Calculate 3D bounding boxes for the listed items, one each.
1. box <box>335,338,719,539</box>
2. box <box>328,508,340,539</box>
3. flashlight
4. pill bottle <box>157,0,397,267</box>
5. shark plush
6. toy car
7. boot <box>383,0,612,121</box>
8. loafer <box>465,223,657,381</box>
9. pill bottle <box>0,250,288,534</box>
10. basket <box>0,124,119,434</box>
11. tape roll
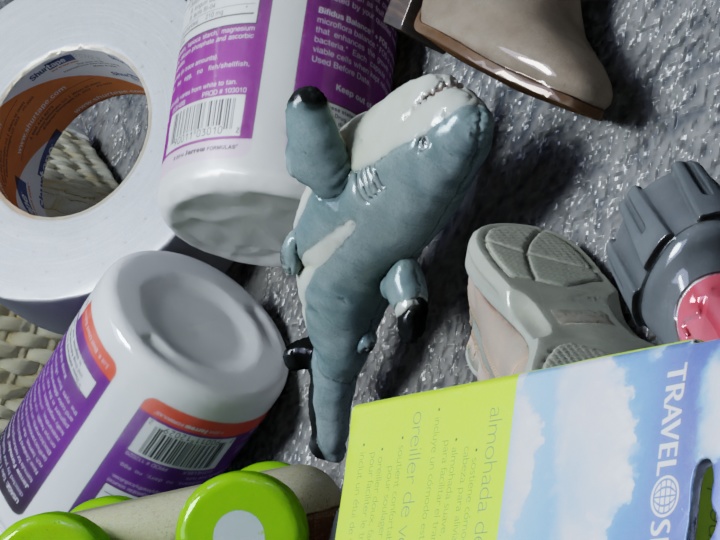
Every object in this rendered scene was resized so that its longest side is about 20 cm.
[{"bbox_3d":[0.063,0.094,0.666,0.199,0.047,0.123,-16,61,52],"label":"box"},{"bbox_3d":[0.027,0.205,0.785,0.141,0.078,0.202,4,77,64],"label":"box"},{"bbox_3d":[0.139,0.035,0.698,0.067,0.068,0.201,-33,38,11],"label":"flashlight"},{"bbox_3d":[-0.037,-0.112,1.051,0.112,0.112,0.202,-25,52,54],"label":"pill bottle"},{"bbox_3d":[0.000,0.000,0.922,0.083,0.090,0.201,41,115,38],"label":"shark plush"},{"bbox_3d":[-0.068,0.193,0.904,0.164,0.157,0.202,49,-151,-85],"label":"toy car"},{"bbox_3d":[0.080,-0.158,0.918,0.147,0.070,0.200,-61,35,5],"label":"boot"},{"bbox_3d":[0.083,0.052,0.798,0.200,0.071,0.063,-112,30,-59],"label":"loafer"},{"bbox_3d":[-0.132,0.095,1.100,0.200,0.111,0.112,-53,33,30],"label":"pill bottle"},{"bbox_3d":[-0.274,-0.006,1.334,0.161,0.199,0.199,44,113,53],"label":"basket"},{"bbox_3d":[-0.152,-0.067,1.167,0.199,0.066,0.202,-7,68,18],"label":"tape roll"}]
